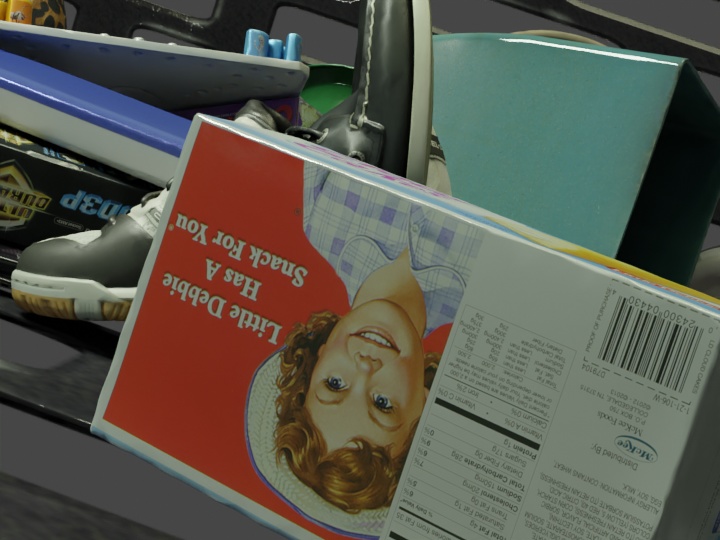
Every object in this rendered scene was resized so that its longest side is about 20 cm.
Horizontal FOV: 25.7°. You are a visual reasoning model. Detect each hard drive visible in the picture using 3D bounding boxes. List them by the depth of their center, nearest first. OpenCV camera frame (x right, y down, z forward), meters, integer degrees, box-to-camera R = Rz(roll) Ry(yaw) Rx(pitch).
[{"bbox_3d":[-0.139,-0.079,0.814,0.198,0.026,0.132,22,8,14],"label":"hard drive"}]

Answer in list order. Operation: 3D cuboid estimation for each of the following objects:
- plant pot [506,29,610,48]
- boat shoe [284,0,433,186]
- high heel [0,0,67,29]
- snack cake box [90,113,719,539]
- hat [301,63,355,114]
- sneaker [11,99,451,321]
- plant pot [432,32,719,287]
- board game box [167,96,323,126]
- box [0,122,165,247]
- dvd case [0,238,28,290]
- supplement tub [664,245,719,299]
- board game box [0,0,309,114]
[{"bbox_3d":[0.116,-0.044,1.125,0.198,0.202,0.174,18,-21,-6],"label":"plant pot"},{"bbox_3d":[-0.009,-0.024,0.598,0.065,0.202,0.075,4,4,-2],"label":"boat shoe"},{"bbox_3d":[-0.302,-0.169,1.147,0.071,0.144,0.199,23,8,35],"label":"high heel"},{"bbox_3d":[0.020,0.036,0.501,0.199,0.116,0.067,23,8,30],"label":"snack cake box"},{"bbox_3d":[-0.043,-0.051,1.192,0.165,0.201,0.176,-22,21,33],"label":"hat"},{"bbox_3d":[-0.056,-0.026,0.680,0.198,0.089,0.076,-8,1,8],"label":"sneaker"},{"bbox_3d":[0.095,-0.057,0.937,0.198,0.143,0.141,18,-5,28],"label":"plant pot"},{"bbox_3d":[-0.101,-0.072,1.028,0.198,0.033,0.120,-3,-20,26],"label":"board game box"},{"bbox_3d":[-0.139,-0.043,0.836,0.158,0.046,0.200,18,8,-18],"label":"box"},{"bbox_3d":[-0.118,0.005,0.797,0.198,0.016,0.149,18,7,-18],"label":"dvd case"},{"bbox_3d":[0.248,0.044,1.044,0.121,0.124,0.200,20,7,12],"label":"supplement tub"},{"bbox_3d":[-0.145,-0.113,0.985,0.198,0.026,0.200,6,-15,-11],"label":"board game box"}]
